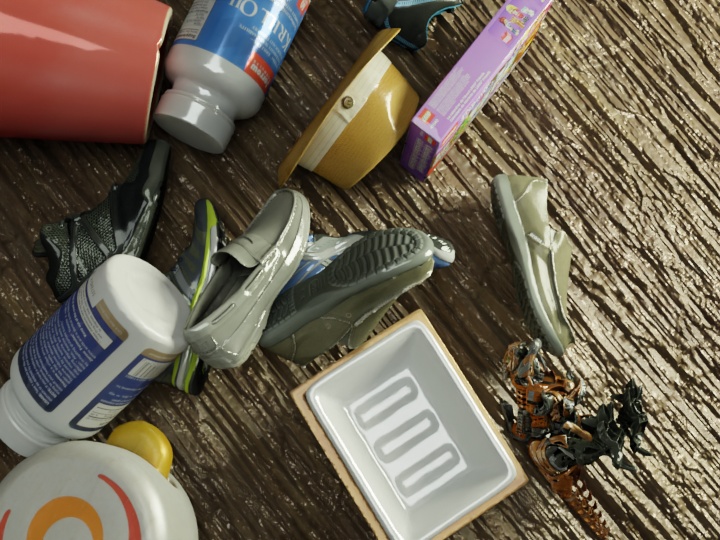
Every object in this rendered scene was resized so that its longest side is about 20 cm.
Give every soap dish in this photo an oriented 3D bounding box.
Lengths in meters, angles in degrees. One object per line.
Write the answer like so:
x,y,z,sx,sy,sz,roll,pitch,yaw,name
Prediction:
0.046,0.165,1.035,0.156,0.081,0.201,-31,81,-9,soap dish

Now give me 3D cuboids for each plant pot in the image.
-0.290,-0.216,1.055,0.175,0.200,0.203,12,77,-10,plant pot

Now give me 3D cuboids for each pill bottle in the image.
-0.138,-0.230,1.096,0.111,0.112,0.202,22,78,2,pill bottle
-0.260,0.088,0.995,0.200,0.111,0.111,-42,82,17,pill bottle

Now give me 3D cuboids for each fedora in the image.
-0.002,-0.148,1.055,0.082,0.200,0.201,37,78,-7,fedora

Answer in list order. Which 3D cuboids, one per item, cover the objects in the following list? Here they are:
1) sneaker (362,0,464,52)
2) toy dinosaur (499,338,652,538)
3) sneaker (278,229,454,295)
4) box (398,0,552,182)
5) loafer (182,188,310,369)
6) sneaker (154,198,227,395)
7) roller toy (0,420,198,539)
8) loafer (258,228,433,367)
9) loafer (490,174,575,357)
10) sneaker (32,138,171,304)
0.089,-0.333,1.160,0.082,0.073,0.200,41,84,-11,sneaker
0.212,0.162,1.044,0.201,0.135,0.102,57,38,-18,toy dinosaur
0.000,0.000,1.079,0.197,0.076,0.078,-6,84,6,sneaker
0.118,-0.196,1.088,0.039,0.137,0.201,37,79,5,box
-0.107,-0.003,0.996,0.069,0.070,0.202,-5,50,39,loafer
-0.184,0.021,1.062,0.080,0.074,0.203,9,76,2,sneaker
-0.249,0.254,0.972,0.180,0.140,0.202,-19,74,2,roller toy
-0.008,0.029,1.007,0.199,0.076,0.070,-29,120,20,loafer
0.192,-0.012,1.084,0.069,0.075,0.202,-14,79,-1,loafer
-0.266,-0.054,1.069,0.113,0.076,0.202,21,83,-5,sneaker
